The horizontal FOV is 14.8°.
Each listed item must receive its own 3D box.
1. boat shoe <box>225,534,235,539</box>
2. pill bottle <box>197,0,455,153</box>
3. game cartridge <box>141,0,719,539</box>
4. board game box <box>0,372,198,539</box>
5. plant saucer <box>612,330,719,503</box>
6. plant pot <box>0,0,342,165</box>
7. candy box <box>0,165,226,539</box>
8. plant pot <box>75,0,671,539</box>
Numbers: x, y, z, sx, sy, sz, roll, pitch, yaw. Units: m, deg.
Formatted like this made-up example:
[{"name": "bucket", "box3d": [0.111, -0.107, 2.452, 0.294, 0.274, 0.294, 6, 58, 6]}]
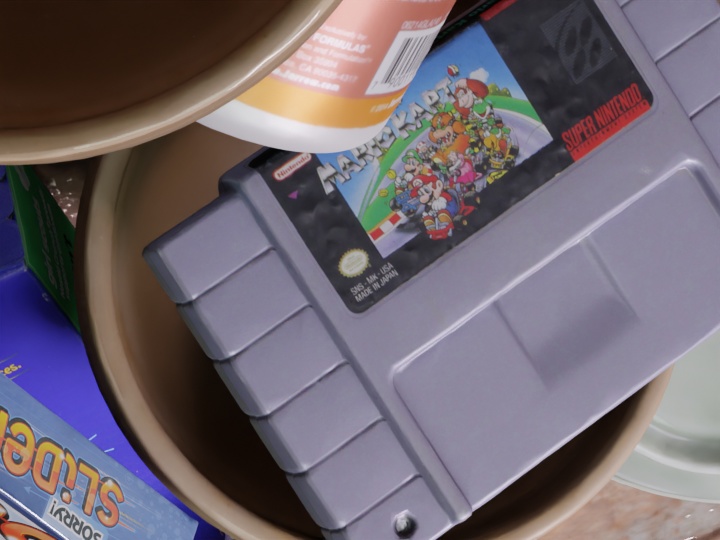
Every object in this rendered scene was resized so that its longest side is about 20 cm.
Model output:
[{"name": "boat shoe", "box3d": [-0.023, 0.084, 0.993, 0.071, 0.200, 0.070, -2, 145, 31]}, {"name": "pill bottle", "box3d": [0.000, -0.142, 0.776, 0.112, 0.112, 0.200, 11, 119, -35]}, {"name": "game cartridge", "box3d": [0.045, -0.012, 0.866, 0.200, 0.038, 0.130, -35, 101, -15]}, {"name": "board game box", "box3d": [-0.163, 0.047, 0.830, 0.135, 0.035, 0.200, -11, 140, 40]}, {"name": "plant saucer", "box3d": [0.132, 0.020, 1.023, 0.200, 0.050, 0.200, 6, 127, 8]}, {"name": "plant pot", "box3d": [-0.080, -0.124, 0.673, 0.200, 0.201, 0.093, -23, 178, 2]}, {"name": "candy box", "box3d": [-0.158, 0.059, 0.978, 0.169, 0.077, 0.200, -24, 143, 4]}, {"name": "plant pot", "box3d": [0.000, 0.000, 0.923, 0.200, 0.201, 0.093, -9, 179, -16]}]
